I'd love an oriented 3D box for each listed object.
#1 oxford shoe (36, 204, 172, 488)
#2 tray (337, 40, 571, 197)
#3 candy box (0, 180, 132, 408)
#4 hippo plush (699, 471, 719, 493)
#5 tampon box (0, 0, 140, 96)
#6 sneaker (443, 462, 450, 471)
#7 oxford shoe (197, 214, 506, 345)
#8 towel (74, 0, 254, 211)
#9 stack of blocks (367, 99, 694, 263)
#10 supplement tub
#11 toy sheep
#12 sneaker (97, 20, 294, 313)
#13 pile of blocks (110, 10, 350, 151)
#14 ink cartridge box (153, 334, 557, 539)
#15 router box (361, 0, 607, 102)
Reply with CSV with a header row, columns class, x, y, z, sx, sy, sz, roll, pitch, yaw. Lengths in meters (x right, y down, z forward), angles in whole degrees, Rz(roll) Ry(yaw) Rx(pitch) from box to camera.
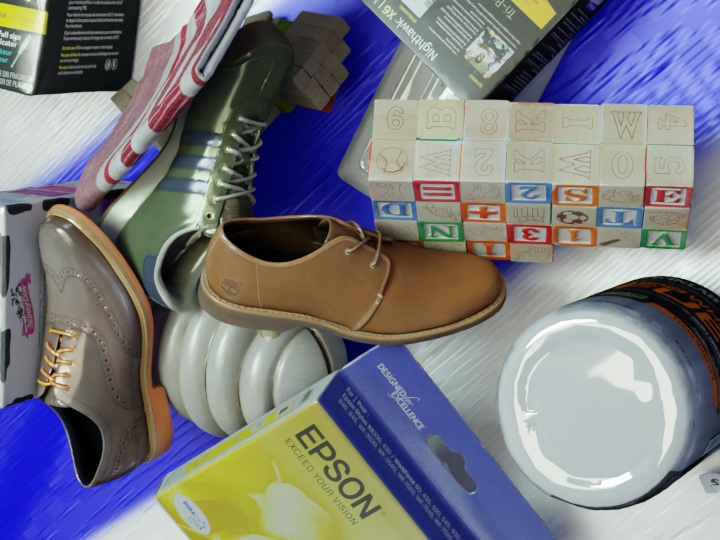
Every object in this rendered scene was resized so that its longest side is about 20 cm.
class,x,y,z,sx,sy,sz,roll,pitch,yaw
oxford shoe,-0.182,0.054,1.275,0.071,0.073,0.200,9,123,43
tray,0.064,-0.123,1.294,0.107,0.022,0.200,33,109,17
candy box,-0.216,0.011,1.342,0.061,0.200,0.137,6,99,24
hippo plush,0.281,0.133,1.148,0.200,0.161,0.160,-11,92,25
tampon box,-0.246,-0.237,1.365,0.150,0.126,0.200,13,102,22
sneaker,-0.026,0.149,1.338,0.200,0.078,0.080,9,112,13
oxford shoe,0.000,0.000,1.213,0.200,0.071,0.071,2,134,-11
towel,-0.119,-0.131,1.238,0.023,0.144,0.200,33,146,-14
stack of blocks,0.109,-0.055,1.219,0.199,0.115,0.059,2,66,7
supplement tub,0.171,0.069,1.170,0.122,0.200,0.123,3,98,24
toy sheep,-0.075,0.054,1.322,0.200,0.138,0.138,21,105,38
sneaker,-0.091,-0.059,1.252,0.200,0.067,0.090,-52,58,21
pile of blocks,-0.081,-0.129,1.349,0.200,0.082,0.062,-9,136,34
ink cartridge box,0.000,0.171,1.272,0.200,0.047,0.198,-32,104,26
router box,0.066,-0.222,1.243,0.157,0.052,0.200,-46,74,10
